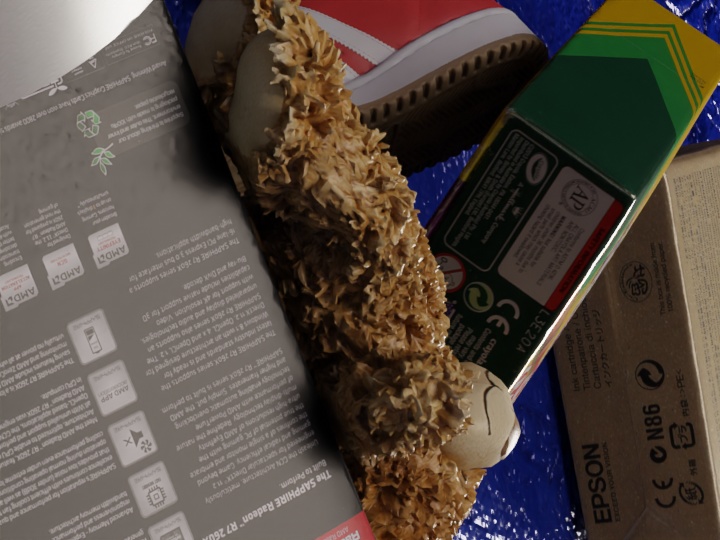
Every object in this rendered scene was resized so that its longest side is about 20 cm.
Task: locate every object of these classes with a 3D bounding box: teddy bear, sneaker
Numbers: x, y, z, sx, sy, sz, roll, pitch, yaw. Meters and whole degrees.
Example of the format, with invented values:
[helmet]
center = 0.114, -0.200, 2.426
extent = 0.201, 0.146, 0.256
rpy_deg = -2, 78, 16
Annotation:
[teddy bear]
center = 0.000, 0.000, 0.785
extent = 0.201, 0.067, 0.145
rpy_deg = 69, -12, -10
[sneaker]
center = -0.040, -0.076, 0.932
extent = 0.199, 0.113, 0.071
rpy_deg = -21, 147, -36

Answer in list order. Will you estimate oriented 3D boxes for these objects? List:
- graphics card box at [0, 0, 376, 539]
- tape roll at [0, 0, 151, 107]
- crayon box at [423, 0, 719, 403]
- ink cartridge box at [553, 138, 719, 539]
[graphics card box]
center = -0.086, 0.017, 0.722
extent = 0.125, 0.051, 0.201
rpy_deg = -27, 100, -32
[tape roll]
center = -0.125, -0.147, 0.567
extent = 0.139, 0.202, 0.203
rpy_deg = 100, -1, -58
[crayon box]
center = 0.049, 0.009, 0.954
extent = 0.058, 0.200, 0.173
rpy_deg = 35, 27, 6
[ink cartridge box]
center = 0.158, 0.041, 1.303
extent = 0.165, 0.075, 0.201
rpy_deg = -15, 96, -66
